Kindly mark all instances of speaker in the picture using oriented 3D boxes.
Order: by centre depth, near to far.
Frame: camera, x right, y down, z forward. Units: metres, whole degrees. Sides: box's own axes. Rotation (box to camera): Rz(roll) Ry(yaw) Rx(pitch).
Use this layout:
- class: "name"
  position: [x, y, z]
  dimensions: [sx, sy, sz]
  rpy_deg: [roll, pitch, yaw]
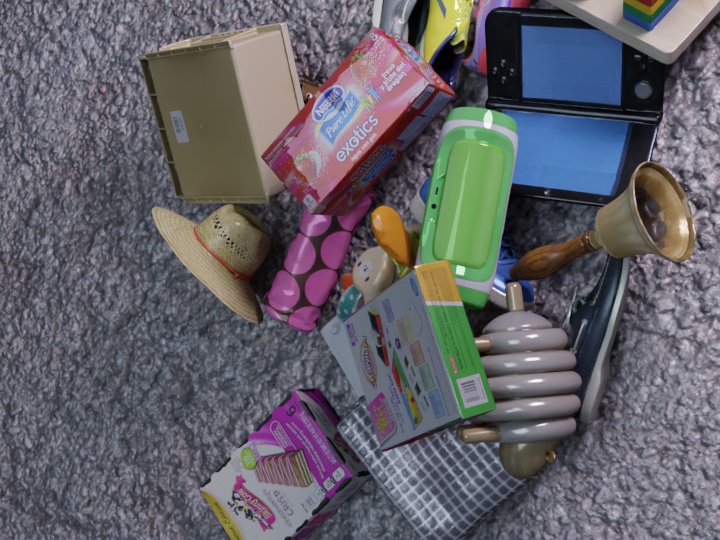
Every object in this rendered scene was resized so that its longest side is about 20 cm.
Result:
- class: "speaker"
  position: [0.111, -0.064, 1.161]
  dimensions: [0.088, 0.088, 0.202]
  rpy_deg: [7, 83, 31]

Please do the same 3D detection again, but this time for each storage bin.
- class: "storage bin"
  position: [-0.169, -0.192, 1.394]
  dimensions: [0.197, 0.093, 0.202]
  rpy_deg: [4, 113, 43]

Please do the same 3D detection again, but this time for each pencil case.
- class: "pencil case"
  position: [-0.051, -0.028, 1.375]
  dimensions: [0.090, 0.094, 0.201]
  rpy_deg: [24, 102, -15]

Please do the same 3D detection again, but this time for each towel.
- class: "towel"
  position: [0.086, 0.193, 1.246]
  dimensions: [0.166, 0.085, 0.200]
  rpy_deg: [-45, 77, 21]

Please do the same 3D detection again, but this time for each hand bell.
- class: "hand bell"
  position: [0.235, -0.027, 1.151]
  dimensions: [0.199, 0.104, 0.105]
  rpy_deg: [-26, 73, 44]

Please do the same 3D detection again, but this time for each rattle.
- class: "rattle"
  position: [0.000, 0.000, 1.256]
  dimensions: [0.199, 0.142, 0.132]
  rpy_deg: [0, 86, 47]

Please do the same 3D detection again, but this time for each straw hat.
- class: "straw hat"
  position: [-0.160, -0.034, 1.386]
  dimensions: [0.085, 0.201, 0.201]
  rpy_deg: [-42, 66, 7]

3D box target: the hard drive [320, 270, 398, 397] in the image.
- class: "hard drive"
  position: [0.047, 0.116, 1.337]
  dimensions: [0.132, 0.027, 0.201]
  rpy_deg: [-41, 67, 23]

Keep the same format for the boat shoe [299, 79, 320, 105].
- class: "boat shoe"
  position: [-0.062, -0.199, 1.401]
  dimensions: [0.199, 0.068, 0.073]
  rpy_deg: [23, 98, 30]

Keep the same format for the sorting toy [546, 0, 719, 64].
- class: "sorting toy"
  position: [0.296, -0.342, 1.141]
  dimensions: [0.200, 0.070, 0.199]
  rpy_deg: [36, 75, 28]

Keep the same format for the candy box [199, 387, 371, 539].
- class: "candy box"
  position: [-0.095, 0.264, 1.393]
  dimensions: [0.200, 0.061, 0.137]
  rpy_deg: [-48, 65, 20]

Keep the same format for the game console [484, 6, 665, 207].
- class: "game console"
  position: [0.215, -0.177, 1.183]
  dimensions: [0.198, 0.118, 0.172]
  rpy_deg: [9, 126, 23]

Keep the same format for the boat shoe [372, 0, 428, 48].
- class: "boat shoe"
  position: [0.048, -0.252, 1.336]
  dimensions: [0.061, 0.073, 0.202]
  rpy_deg: [3, 88, 24]

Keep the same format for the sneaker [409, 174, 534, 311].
- class: "sneaker"
  position: [0.147, -0.053, 1.257]
  dimensions: [0.200, 0.076, 0.112]
  rpy_deg: [52, 121, 30]

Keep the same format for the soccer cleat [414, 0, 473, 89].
- class: "soccer cleat"
  position: [0.108, -0.290, 1.290]
  dimensions: [0.084, 0.064, 0.202]
  rpy_deg: [20, 93, 58]

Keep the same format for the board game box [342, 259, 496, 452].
- class: "board game box"
  position: [0.053, 0.092, 1.132]
  dimensions: [0.200, 0.040, 0.154]
  rpy_deg: [-38, 66, 62]

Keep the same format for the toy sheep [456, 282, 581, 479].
- class: "toy sheep"
  position: [0.162, 0.113, 1.143]
  dimensions: [0.137, 0.138, 0.202]
  rpy_deg: [-5, 88, 31]

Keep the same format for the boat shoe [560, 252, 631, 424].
- class: "boat shoe"
  position: [0.247, 0.063, 1.194]
  dimensions: [0.061, 0.075, 0.202]
  rpy_deg: [16, 104, 20]

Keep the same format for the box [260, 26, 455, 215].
- class: "box"
  position: [-0.002, -0.163, 1.244]
  dimensions: [0.200, 0.100, 0.096]
  rpy_deg: [-47, 74, 17]

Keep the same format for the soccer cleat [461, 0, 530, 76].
- class: "soccer cleat"
  position: [0.169, -0.323, 1.275]
  dimensions: [0.076, 0.066, 0.202]
  rpy_deg: [15, 97, 36]
